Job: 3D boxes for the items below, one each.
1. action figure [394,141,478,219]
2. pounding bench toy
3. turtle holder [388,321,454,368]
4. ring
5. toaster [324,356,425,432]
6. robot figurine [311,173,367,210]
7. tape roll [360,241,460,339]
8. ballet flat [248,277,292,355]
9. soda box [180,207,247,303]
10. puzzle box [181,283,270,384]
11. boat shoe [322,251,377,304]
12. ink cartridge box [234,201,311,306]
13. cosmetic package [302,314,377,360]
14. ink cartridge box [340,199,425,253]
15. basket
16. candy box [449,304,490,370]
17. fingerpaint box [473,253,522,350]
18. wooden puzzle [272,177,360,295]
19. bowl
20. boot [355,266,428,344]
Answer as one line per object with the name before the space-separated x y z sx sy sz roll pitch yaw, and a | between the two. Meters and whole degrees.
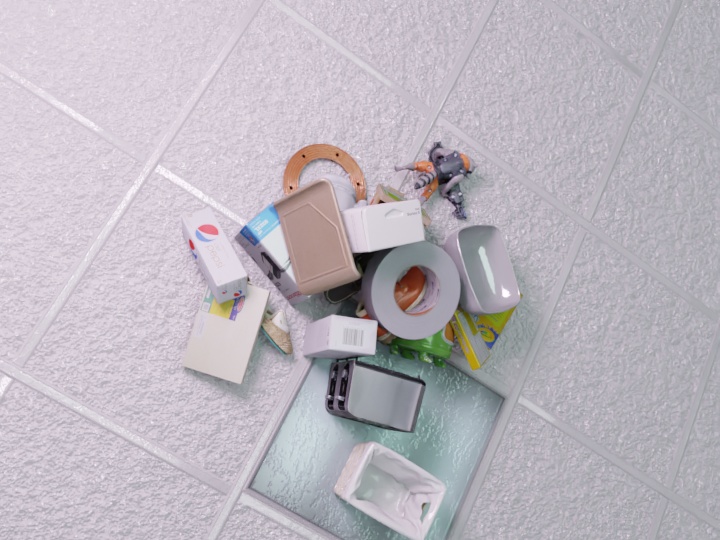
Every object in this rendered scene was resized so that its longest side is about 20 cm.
action figure | 0.199 -0.208 1.824 0.192 0.105 0.201 -28 91 -16
pounding bench toy | 0.057 -0.097 1.743 0.123 0.200 0.157 28 104 -11
turtle holder | 0.125 0.133 1.715 0.140 0.185 0.133 20 82 -42
ring | -0.083 -0.192 1.757 0.198 0.019 0.203 4 79 -21
toaster | 0.033 0.266 1.628 0.198 0.181 0.120 18 77 -16
robot figurine | -0.070 -0.124 1.670 0.168 0.113 0.202 5 65 9
tape roll | 0.103 0.038 1.577 0.198 0.066 0.203 -2 96 -20
ballet flat | -0.198 0.090 1.626 0.065 0.071 0.200 -42 98 7
soda box | -0.300 -0.033 1.572 0.068 0.064 0.201 -20 57 -22
puzzle box | -0.274 0.119 1.579 0.132 0.025 0.202 17 84 5
boat shoe | 0.000 0.000 1.627 0.200 0.065 0.073 -42 100 6
ink cartridge box | -0.163 -0.031 1.626 0.084 0.145 0.200 -42 96 -21
cosmetic package | -0.045 0.144 1.607 0.100 0.200 0.072 9 77 -19
ink cartridge box | 0.009 -0.083 1.516 0.144 0.199 0.085 -13 97 -34
basket | 0.057 0.465 1.627 0.199 0.123 0.136 33 71 -11
candy box | 0.227 0.114 1.701 0.102 0.026 0.201 -22 87 -63
fingerpaint box | 0.256 0.065 1.806 0.200 0.073 0.167 39 68 -9
wooden puzzle | -0.083 -0.062 1.489 0.037 0.184 0.202 -19 90 -41
bowl | 0.262 0.004 1.712 0.199 0.074 0.202 -8 78 -51
boot | 0.073 0.047 1.637 0.107 0.075 0.201 42 72 -19
